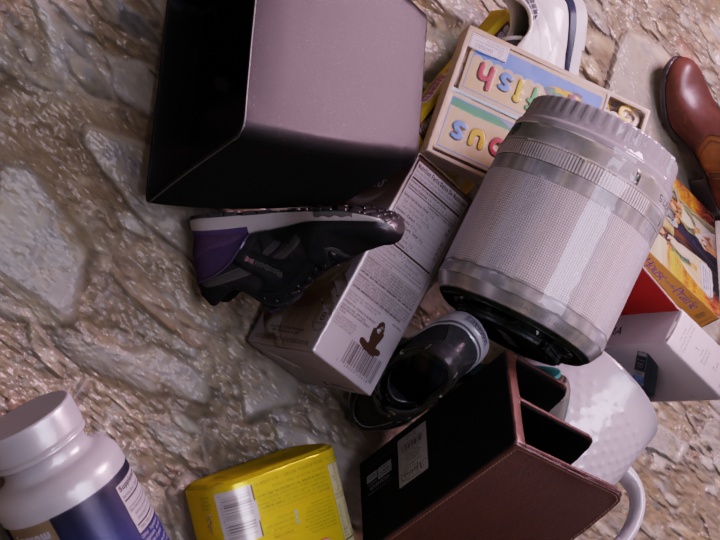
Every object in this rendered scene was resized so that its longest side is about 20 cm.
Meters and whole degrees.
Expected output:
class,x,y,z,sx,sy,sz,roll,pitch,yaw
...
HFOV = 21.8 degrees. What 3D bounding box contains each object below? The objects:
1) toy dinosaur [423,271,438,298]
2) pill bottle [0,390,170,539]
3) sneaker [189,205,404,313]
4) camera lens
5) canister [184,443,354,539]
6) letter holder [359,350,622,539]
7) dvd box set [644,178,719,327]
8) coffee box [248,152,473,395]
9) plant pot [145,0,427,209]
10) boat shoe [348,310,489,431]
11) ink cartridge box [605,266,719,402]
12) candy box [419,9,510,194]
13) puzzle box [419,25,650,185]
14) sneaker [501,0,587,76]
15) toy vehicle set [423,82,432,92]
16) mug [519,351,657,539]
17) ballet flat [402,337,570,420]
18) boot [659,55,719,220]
class,x,y,z,sx,sy,sz,roll,pitch,yaw
toy dinosaur,0.127,-0.030,1.751,0.088,0.047,0.200,43,85,2
pill bottle,-0.221,0.201,1.480,0.111,0.111,0.201,-36,106,-34
sneaker,-0.051,-0.009,1.590,0.076,0.198,0.089,-5,92,-63
camera lens,0.170,-0.030,1.625,0.159,0.159,0.202,32,80,-30
canister,-0.064,0.264,1.609,0.147,0.086,0.202,-15,93,-37
letter holder,0.115,0.186,1.635,0.141,0.200,0.101,28,39,-29
dvd box set,0.299,-0.053,1.908,0.200,0.029,0.147,40,39,-31
coffee box,0.000,0.000,1.648,0.080,0.114,0.201,38,72,-30
plant pot,-0.054,-0.155,1.558,0.176,0.200,0.202,14,69,-27
boat shoe,0.038,0.096,1.634,0.069,0.200,0.057,49,50,1
ink cartridge box,0.232,0.059,1.780,0.176,0.199,0.045,43,63,-25
candy box,0.108,-0.154,1.795,0.200,0.026,0.103,-51,127,-36
puzzle box,0.163,-0.127,1.741,0.198,0.025,0.134,23,75,-12
sneaker,0.164,-0.172,1.799,0.080,0.076,0.203,4,86,-31
toy vehicle set,-0.026,-0.145,1.713,0.199,0.026,0.126,20,73,-34
mug,0.187,0.187,1.761,0.175,0.147,0.200,-45,100,-20
ballet flat,0.093,0.109,1.694,0.067,0.198,0.064,-36,131,-59
boot,0.411,-0.145,1.935,0.068,0.199,0.190,-17,96,-37
